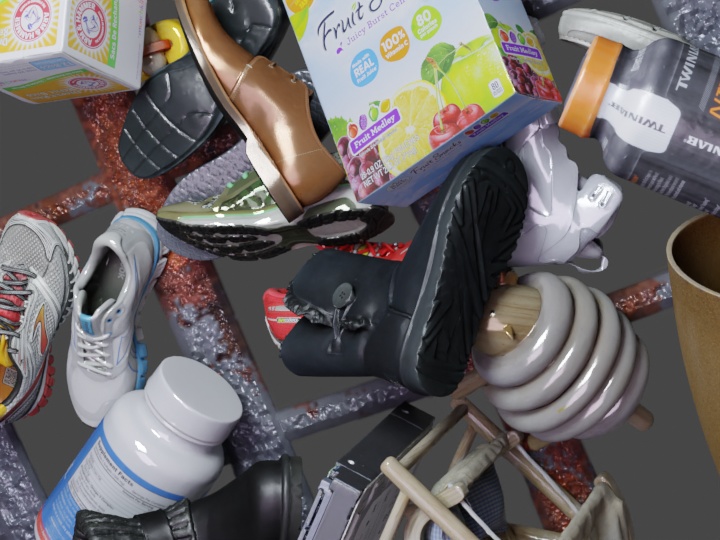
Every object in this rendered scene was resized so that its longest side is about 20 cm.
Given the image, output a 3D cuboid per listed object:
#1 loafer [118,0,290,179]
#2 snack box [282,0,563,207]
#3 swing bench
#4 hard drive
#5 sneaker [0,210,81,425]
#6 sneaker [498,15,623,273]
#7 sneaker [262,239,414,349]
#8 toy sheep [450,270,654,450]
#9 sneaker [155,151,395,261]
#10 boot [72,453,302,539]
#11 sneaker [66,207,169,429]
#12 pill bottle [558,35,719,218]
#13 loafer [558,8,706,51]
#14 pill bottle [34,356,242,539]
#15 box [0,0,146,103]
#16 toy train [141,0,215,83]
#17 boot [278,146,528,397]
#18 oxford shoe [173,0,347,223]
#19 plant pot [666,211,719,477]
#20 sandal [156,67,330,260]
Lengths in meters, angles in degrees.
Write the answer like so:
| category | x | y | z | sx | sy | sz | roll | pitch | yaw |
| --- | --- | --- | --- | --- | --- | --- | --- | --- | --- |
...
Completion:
| category | x | y | z | sx | sy | sz | roll | pitch | yaw |
| --- | --- | --- | --- | --- | --- | --- | --- | --- | --- |
| loafer | -0.120 | -0.152 | 1.485 | 0.200 | 0.072 | 0.073 | -45 | 79 | 23 |
| snack box | 0.040 | -0.174 | 1.376 | 0.169 | 0.068 | 0.200 | -34 | 66 | 34 |
| swing bench | 0.112 | 0.216 | 1.414 | 0.200 | 0.199 | 0.130 | 26 | 109 | 12 |
| hard drive | -0.005 | 0.196 | 1.452 | 0.038 | 0.200 | 0.140 | 27 | 108 | 13 |
| sneaker | -0.299 | 0.046 | 1.590 | 0.078 | 0.082 | 0.200 | 14 | 106 | 17 |
| sneaker | 0.149 | -0.093 | 1.404 | 0.115 | 0.075 | 0.200 | 8 | 96 | 7 |
| sneaker | 0.000 | 0.000 | 1.477 | 0.200 | 0.077 | 0.085 | -31 | 82 | 21 |
| toy sheep | 0.153 | 0.072 | 1.408 | 0.200 | 0.138 | 0.138 | 31 | 116 | -31 |
| sneaker | -0.068 | -0.063 | 1.468 | 0.200 | 0.077 | 0.089 | -6 | 65 | 16 |
| boot | -0.139 | 0.206 | 1.441 | 0.158 | 0.079 | 0.211 | 7 | 147 | -19 |
| sneaker | -0.224 | 0.047 | 1.562 | 0.075 | 0.087 | 0.200 | 16 | 108 | 15 |
| pill bottle | 0.243 | -0.097 | 1.282 | 0.200 | 0.106 | 0.106 | 22 | 109 | 3 |
| loafer | 0.236 | -0.139 | 1.361 | 0.200 | 0.070 | 0.070 | 26 | 101 | 13 |
| pill bottle | -0.186 | 0.174 | 1.561 | 0.112 | 0.112 | 0.200 | 40 | 111 | 8 |
| box | -0.240 | -0.244 | 1.449 | 0.112 | 0.101 | 0.200 | -3 | 77 | 30 |
| toy train | -0.192 | -0.230 | 1.504 | 0.150 | 0.056 | 0.200 | 45 | 113 | 5 |
| boot | 0.025 | -0.006 | 1.377 | 0.168 | 0.076 | 0.200 | 10 | 77 | 46 |
| oxford shoe | -0.079 | -0.138 | 1.405 | 0.071 | 0.071 | 0.200 | -32 | 87 | -1 |
| plant pot | 0.315 | 0.075 | 1.334 | 0.186 | 0.186 | 0.200 | 7 | 117 | 19 |
| sandal | -0.086 | -0.083 | 1.512 | 0.200 | 0.043 | 0.076 | -43 | 92 | 13 |
